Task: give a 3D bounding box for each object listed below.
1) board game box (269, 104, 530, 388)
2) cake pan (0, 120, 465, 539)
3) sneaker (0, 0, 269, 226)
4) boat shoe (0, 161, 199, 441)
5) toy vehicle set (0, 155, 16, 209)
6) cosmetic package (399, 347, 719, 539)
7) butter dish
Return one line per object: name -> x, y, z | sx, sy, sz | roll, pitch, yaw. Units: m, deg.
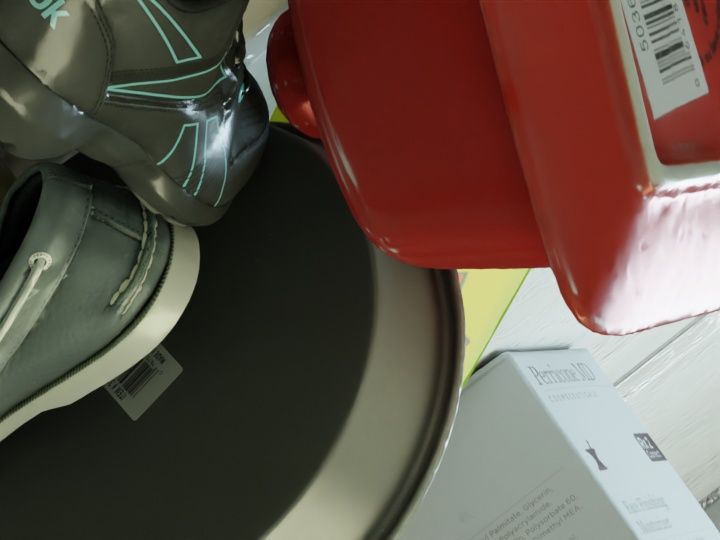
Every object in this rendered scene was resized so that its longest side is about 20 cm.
board game box -> 0.000, 0.000, 1.083 | 0.101, 0.048, 0.200 | 13, 120, -28
cake pan -> -0.063, 0.035, 0.968 | 0.200, 0.200, 0.037 | -38, 143, 9
sneaker -> -0.057, -0.065, 0.873 | 0.079, 0.075, 0.200 | -40, 167, 10
boat shoe -> -0.141, 0.030, 0.944 | 0.200, 0.073, 0.062 | -34, 133, 25
toy vehicle set -> -0.207, 0.027, 0.923 | 0.200, 0.027, 0.124 | -39, 167, 15
cosmetic package -> 0.110, 0.174, 1.848 | 0.165, 0.200, 0.165 | -39, 166, 17
butter dish -> 0.039, -0.075, 0.923 | 0.148, 0.200, 0.199 | -13, 179, 29
